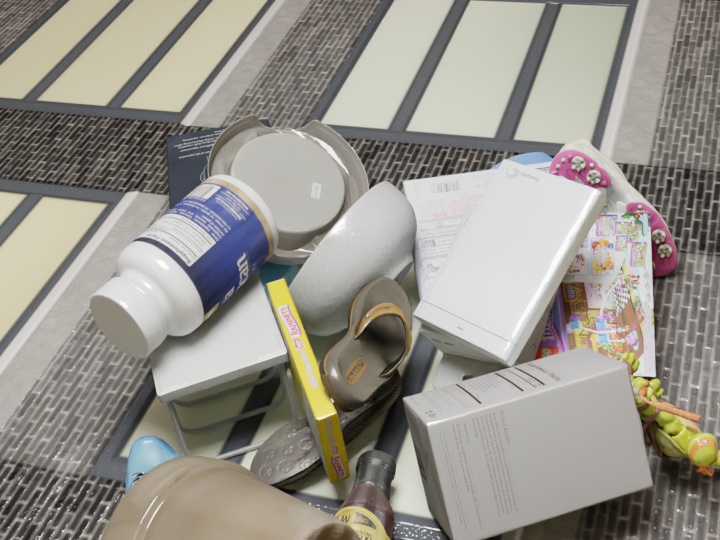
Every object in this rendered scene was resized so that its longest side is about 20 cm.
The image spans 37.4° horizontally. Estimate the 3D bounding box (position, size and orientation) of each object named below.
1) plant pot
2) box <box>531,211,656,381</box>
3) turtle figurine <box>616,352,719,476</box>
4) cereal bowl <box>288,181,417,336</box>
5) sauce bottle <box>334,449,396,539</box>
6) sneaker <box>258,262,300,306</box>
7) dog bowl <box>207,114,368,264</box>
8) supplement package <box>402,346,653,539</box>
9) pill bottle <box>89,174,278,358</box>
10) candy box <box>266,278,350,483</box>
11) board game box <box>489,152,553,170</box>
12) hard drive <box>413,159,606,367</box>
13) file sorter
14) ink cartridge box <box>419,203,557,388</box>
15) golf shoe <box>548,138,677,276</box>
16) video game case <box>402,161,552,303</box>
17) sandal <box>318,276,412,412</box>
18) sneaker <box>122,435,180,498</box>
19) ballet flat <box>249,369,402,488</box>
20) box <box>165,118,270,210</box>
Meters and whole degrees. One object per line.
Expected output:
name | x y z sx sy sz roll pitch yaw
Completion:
plant pot | -0.092 0.260 0.881 0.172 0.202 0.201 -4 35 39
box | 0.258 0.030 1.192 0.135 0.039 0.203 1 64 11
turtle figurine | 0.311 0.154 1.046 0.065 0.198 0.161 -56 24 10
cereal bowl | 0.000 0.000 1.221 0.083 0.201 0.200 40 55 8
sauce bottle | -0.002 0.260 1.006 0.065 0.067 0.201 0 40 11
sneaker | -0.174 -0.008 1.301 0.197 0.132 0.080 -13 38 -6
dog bowl | -0.091 -0.096 1.292 0.197 0.059 0.203 8 59 -14
supplement package | 0.156 0.163 1.017 0.197 0.123 0.120 -14 6 -7
pill bottle | -0.186 -0.002 1.118 0.110 0.112 0.200 20 49 30
candy box | -0.055 0.110 1.097 0.026 0.103 0.201 -19 44 -7
board game box | 0.231 -0.054 1.338 0.199 0.039 0.158 36 71 17
hard drive | 0.156 -0.013 1.121 0.131 0.027 0.202 24 79 41
file sorter | -0.160 0.092 1.185 0.137 0.126 0.201 -17 40 -8
ink cartridge box | 0.143 0.036 1.165 0.115 0.068 0.202 10 71 36
golf shoe | 0.313 -0.082 1.282 0.075 0.200 0.092 -38 10 33
video game case | 0.159 -0.032 1.282 0.197 0.046 0.184 -7 64 0
sandal | 0.017 0.067 1.073 0.054 0.082 0.200 -33 8 31
sneaker | -0.198 0.232 1.054 0.077 0.091 0.201 -15 39 -8
ballet flat | -0.032 0.172 1.138 0.199 0.047 0.067 -37 51 -23
box | -0.176 -0.097 1.424 0.146 0.108 0.201 -11 39 -4
